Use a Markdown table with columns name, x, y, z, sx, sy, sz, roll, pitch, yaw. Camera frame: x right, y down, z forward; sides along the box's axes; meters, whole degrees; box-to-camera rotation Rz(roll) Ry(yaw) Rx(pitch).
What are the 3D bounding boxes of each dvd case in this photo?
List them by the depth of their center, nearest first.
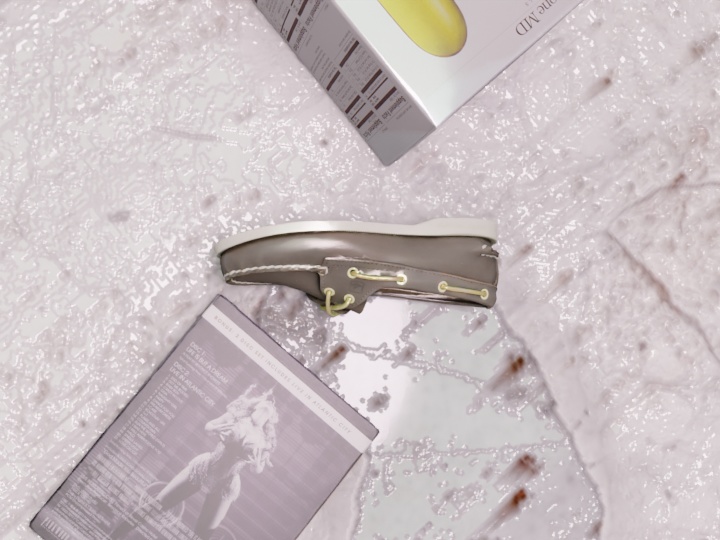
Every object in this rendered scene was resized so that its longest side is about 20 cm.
| name | x | y | z | sx | sy | sz | roll | pitch | yaw |
| --- | --- | --- | --- | --- | --- | --- | --- | --- | --- |
| dvd case | -0.104 | 0.140 | 0.821 | 0.148 | 0.016 | 0.201 | 40 | 81 | -4 |

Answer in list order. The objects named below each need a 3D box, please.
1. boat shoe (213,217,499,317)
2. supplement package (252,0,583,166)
| name | x | y | z | sx | sy | sz | roll | pitch | yaw |
| --- | --- | --- | --- | --- | --- | --- | --- | --- | --- |
| boat shoe | 0.001 | 0.000 | 0.821 | 0.199 | 0.072 | 0.061 | -2 | 82 | -14 |
| supplement package | 0.024 | -0.203 | 0.798 | 0.151 | 0.151 | 0.201 | -41 | 94 | -11 |
